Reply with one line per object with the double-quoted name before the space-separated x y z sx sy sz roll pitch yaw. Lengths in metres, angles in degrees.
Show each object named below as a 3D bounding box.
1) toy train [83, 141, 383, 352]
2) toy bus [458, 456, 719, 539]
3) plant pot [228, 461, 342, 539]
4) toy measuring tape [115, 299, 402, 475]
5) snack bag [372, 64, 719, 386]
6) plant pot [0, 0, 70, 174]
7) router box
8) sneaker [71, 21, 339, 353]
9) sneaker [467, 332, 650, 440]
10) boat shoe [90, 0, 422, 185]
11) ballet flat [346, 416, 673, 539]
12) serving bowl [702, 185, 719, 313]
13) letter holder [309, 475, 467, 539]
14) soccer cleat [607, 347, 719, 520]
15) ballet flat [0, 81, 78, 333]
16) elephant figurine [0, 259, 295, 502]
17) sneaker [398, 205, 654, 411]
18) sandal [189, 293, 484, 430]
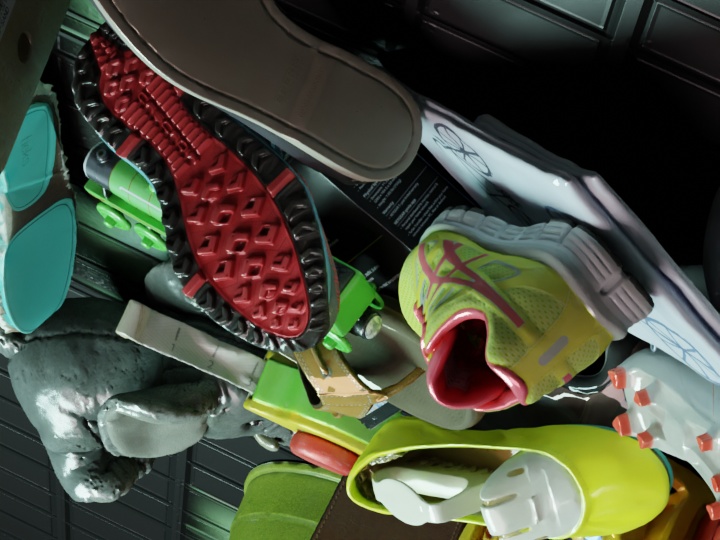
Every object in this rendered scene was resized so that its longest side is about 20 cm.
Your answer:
"toy train" -0.071 -0.016 1.436 0.200 0.042 0.056 28 165 31
"toy bus" 0.172 0.174 1.591 0.200 0.136 0.192 32 142 -3
"plant pot" -0.031 0.266 1.877 0.200 0.193 0.200 23 155 11
"toy measuring tape" -0.043 0.067 1.596 0.200 0.074 0.074 26 157 -19
"snack bag" 0.104 -0.018 1.338 0.189 0.021 0.200 45 174 -33
"plant pot" -0.256 -0.139 1.358 0.177 0.200 0.200 6 148 20
"router box" 0.000 0.000 1.485 0.149 0.051 0.200 42 153 -6
"sneaker" -0.058 -0.044 1.363 0.096 0.079 0.200 15 -141 -60
"sneaker" 0.099 0.059 1.520 0.200 0.077 0.082 -10 115 46
"boat shoe" -0.063 -0.105 1.296 0.200 0.073 0.063 35 166 -23
"ballet flat" 0.073 0.118 1.479 0.200 0.067 0.067 4 115 43
"serving bowl" 0.247 0.028 1.294 0.200 0.066 0.200 23 154 12
"letter holder" 0.035 0.217 1.708 0.142 0.200 0.101 18 153 20
"soccer cleat" 0.195 0.087 1.355 0.200 0.077 0.069 -132 32 -55
"ballet flat" -0.203 -0.050 1.591 0.072 0.072 0.200 22 140 14
"elephant figurine" -0.105 0.061 1.674 0.200 0.155 0.142 -12 92 40
"sneaker" 0.055 0.025 1.300 0.078 0.090 0.200 45 165 -12
"sandal" -0.021 0.043 1.456 0.200 0.054 0.080 23 148 27
